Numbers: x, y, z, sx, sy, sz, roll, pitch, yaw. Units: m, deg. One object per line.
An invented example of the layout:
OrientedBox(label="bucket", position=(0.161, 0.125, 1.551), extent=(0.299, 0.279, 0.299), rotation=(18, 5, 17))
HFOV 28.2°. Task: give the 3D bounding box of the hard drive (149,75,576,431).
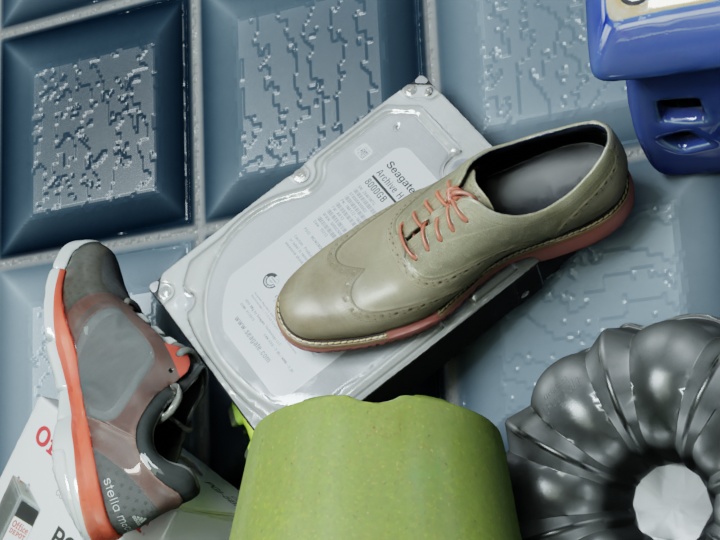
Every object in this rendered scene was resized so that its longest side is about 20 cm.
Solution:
OrientedBox(label="hard drive", position=(0.000, 0.000, 0.793), extent=(0.200, 0.038, 0.140), rotation=(-37, 64, -4))

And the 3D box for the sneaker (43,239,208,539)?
OrientedBox(label="sneaker", position=(-0.122, 0.059, 0.786), extent=(0.082, 0.077, 0.200), rotation=(-16, 50, 2))

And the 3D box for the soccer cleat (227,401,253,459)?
OrientedBox(label="soccer cleat", position=(0.002, 0.122, 0.795), extent=(0.084, 0.065, 0.200), rotation=(-41, 64, -2))

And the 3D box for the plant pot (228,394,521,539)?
OrientedBox(label="plant pot", position=(0.006, 0.163, 0.656), extent=(0.200, 0.200, 0.190), rotation=(-12, 62, 25))

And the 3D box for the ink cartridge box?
OrientedBox(label="ink cartridge box", position=(-0.163, 0.194, 0.837), extent=(0.147, 0.083, 0.200), rotation=(29, 94, 39))

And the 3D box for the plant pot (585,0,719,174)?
OrientedBox(label="plant pot", position=(0.207, -0.167, 0.671), extent=(0.200, 0.180, 0.200), rotation=(-5, 78, 28))

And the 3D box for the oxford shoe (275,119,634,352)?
OrientedBox(label="oxford shoe", position=(0.042, -0.024, 0.730), extent=(0.200, 0.075, 0.070), rotation=(-28, 63, 0))

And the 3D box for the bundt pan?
OrientedBox(label="bundt pan", position=(0.151, 0.116, 0.704), extent=(0.202, 0.076, 0.202), rotation=(-5, 79, 26))
